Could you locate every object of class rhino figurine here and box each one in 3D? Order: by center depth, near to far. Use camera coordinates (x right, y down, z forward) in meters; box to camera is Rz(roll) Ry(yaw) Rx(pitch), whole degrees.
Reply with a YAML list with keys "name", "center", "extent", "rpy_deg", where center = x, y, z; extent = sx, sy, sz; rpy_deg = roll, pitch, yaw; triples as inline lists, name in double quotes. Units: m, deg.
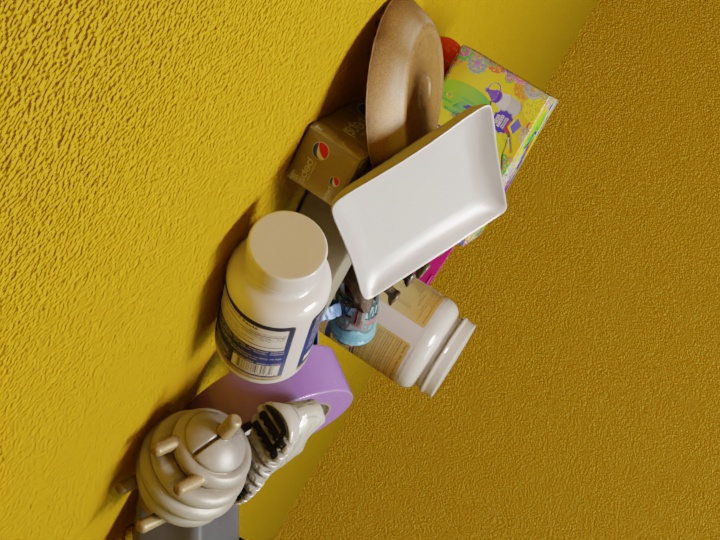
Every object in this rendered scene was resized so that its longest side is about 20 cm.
- name: "rhino figurine"
  center: [0.024, -0.006, 1.538]
  extent: [0.060, 0.087, 0.200]
  rpy_deg: [-47, -179, -41]

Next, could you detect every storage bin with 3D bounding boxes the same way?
- name: "storage bin"
  center: [-0.225, 0.312, 1.570]
  extent: [0.200, 0.144, 0.136]
  rpy_deg: [-19, 114, -77]

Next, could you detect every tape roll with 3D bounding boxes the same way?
- name: "tape roll"
  center: [-0.111, 0.168, 1.543]
  extent: [0.198, 0.066, 0.200]
  rpy_deg: [-22, 161, -8]

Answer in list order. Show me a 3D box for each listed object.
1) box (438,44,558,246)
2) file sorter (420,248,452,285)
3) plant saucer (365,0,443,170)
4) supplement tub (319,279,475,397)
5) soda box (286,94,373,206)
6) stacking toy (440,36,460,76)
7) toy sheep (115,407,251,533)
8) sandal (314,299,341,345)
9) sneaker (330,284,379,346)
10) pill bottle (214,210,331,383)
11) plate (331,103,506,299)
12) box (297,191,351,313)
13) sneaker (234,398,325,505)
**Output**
- name: "box"
  center: [0.136, -0.153, 1.523]
  extent: [0.201, 0.121, 0.193]
  rpy_deg: [-60, 172, 12]
- name: "file sorter"
  center: [0.092, -0.069, 1.997]
  extent: [0.201, 0.138, 0.126]
  rpy_deg: [-56, 174, -13]
- name: "plant saucer"
  center: [0.054, -0.192, 1.336]
  extent: [0.200, 0.035, 0.203]
  rpy_deg: [8, 90, -71]
- name: "supplement tub"
  center: [0.052, 0.077, 1.800]
  extent: [0.145, 0.199, 0.145]
  rpy_deg: [-55, 172, -12]
- name: "soda box"
  center: [-0.006, -0.136, 1.369]
  extent: [0.064, 0.067, 0.200]
  rpy_deg: [-61, 172, 27]
- name: "stacking toy"
  center: [0.087, -0.217, 1.642]
  extent: [0.085, 0.085, 0.201]
  rpy_deg: [-50, 163, -45]
- name: "toy sheep"
  center: [-0.188, 0.218, 1.390]
  extent: [0.200, 0.138, 0.138]
  rpy_deg: [-40, -175, 39]
- name: "sandal"
  center: [-0.092, 0.084, 1.630]
  extent: [0.201, 0.087, 0.079]
  rpy_deg: [-59, 174, 22]
- name: "sneaker"
  center: [0.000, 0.000, 1.685]
  extent: [0.096, 0.078, 0.202]
  rpy_deg: [106, -17, -48]
- name: "pill bottle"
  center: [-0.090, 0.027, 1.310]
  extent: [0.111, 0.110, 0.201]
  rpy_deg: [-53, 171, -33]
- name: "plate"
  center: [0.063, -0.076, 1.345]
  extent: [0.199, 0.032, 0.200]
  rpy_deg: [-33, 149, -8]
- name: "box"
  center: [-0.058, -0.009, 1.498]
  extent: [0.201, 0.082, 0.068]
  rpy_deg: [-60, 171, 24]
- name: "sneaker"
  center: [-0.110, 0.211, 1.460]
  extent: [0.081, 0.076, 0.200]
  rpy_deg: [-18, 162, -45]
